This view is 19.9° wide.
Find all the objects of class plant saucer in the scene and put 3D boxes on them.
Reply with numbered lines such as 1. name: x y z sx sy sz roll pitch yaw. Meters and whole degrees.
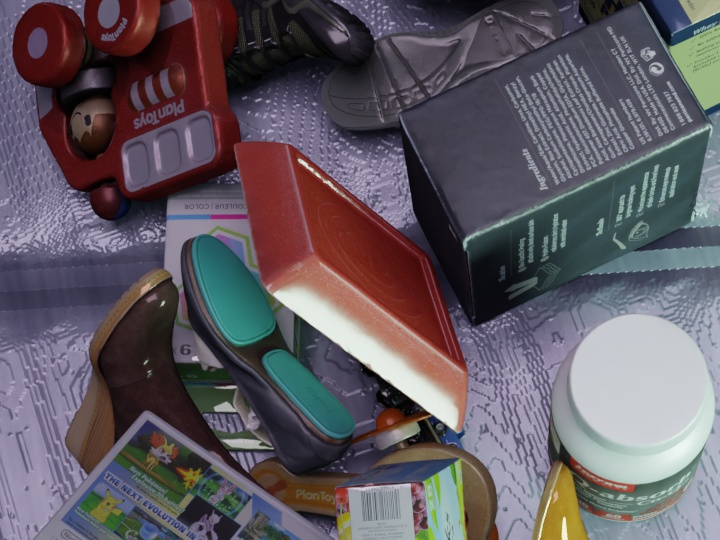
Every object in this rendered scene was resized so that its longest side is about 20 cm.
1. plant saucer: 0.000 0.000 1.483 0.037 0.199 0.200 -43 30 17

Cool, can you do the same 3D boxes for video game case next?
1. video game case: -0.128 0.216 1.402 0.200 0.022 0.182 32 67 21

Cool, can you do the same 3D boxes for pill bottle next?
1. pill bottle: 0.192 0.105 1.464 0.115 0.200 0.117 -1 71 4

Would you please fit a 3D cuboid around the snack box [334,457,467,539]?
1. snack box: 0.035 0.234 1.370 0.067 0.169 0.201 -6 88 11

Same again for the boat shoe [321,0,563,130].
1. boat shoe: 0.067 -0.160 1.641 0.201 0.065 0.075 -24 73 0

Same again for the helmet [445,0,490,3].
1. helmet: 0.093 -0.307 1.614 0.199 0.200 0.191 27 73 12

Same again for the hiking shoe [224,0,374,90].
1. hiking shoe: -0.074 -0.182 1.640 0.199 0.076 0.101 25 92 38

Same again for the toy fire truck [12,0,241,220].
1. toy fire truck: -0.179 -0.132 1.595 0.199 0.112 0.169 -18 74 37

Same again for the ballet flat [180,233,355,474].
1. ballet flat: -0.083 0.068 1.505 0.073 0.073 0.200 -35 74 -8

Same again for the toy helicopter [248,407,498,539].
1. toy helicopter: 0.005 0.159 1.512 0.199 0.079 0.133 3 103 24

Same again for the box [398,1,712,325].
1. box: 0.144 -0.075 1.530 0.199 0.197 0.118 -25 71 -4

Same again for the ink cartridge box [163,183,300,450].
1. ink cartridge box: -0.099 0.035 1.584 0.103 0.059 0.201 0 71 4

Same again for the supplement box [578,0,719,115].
1. supplement box: 0.285 -0.232 1.571 0.199 0.200 0.135 -26 71 -5

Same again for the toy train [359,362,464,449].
1. toy train: 0.030 0.080 1.575 0.046 0.034 0.201 -24 71 -15

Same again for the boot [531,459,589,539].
1. boot: 0.189 0.238 1.457 0.143 0.071 0.202 7 106 14

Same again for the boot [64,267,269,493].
1. boot: -0.128 0.112 1.507 0.166 0.201 0.072 36 36 16
